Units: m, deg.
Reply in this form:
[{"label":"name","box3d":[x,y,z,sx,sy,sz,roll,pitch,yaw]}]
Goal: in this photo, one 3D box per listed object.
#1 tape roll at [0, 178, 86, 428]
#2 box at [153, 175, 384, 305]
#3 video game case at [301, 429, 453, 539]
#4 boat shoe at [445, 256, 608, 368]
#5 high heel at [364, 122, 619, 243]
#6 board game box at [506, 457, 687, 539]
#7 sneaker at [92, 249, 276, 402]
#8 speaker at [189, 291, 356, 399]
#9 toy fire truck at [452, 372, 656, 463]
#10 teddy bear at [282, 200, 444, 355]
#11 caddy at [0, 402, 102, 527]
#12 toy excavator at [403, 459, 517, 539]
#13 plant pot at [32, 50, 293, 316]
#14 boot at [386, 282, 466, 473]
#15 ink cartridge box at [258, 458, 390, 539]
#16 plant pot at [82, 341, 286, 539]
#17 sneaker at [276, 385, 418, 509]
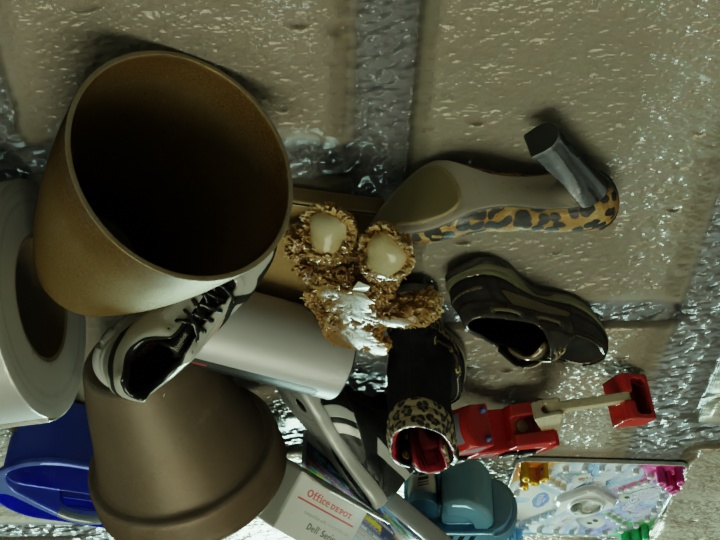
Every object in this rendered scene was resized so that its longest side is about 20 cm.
[{"label":"tape roll","box3d":[-0.329,0.032,1.328,0.138,0.204,0.203,-9,146,11]},{"label":"box","box3d":[-0.093,-0.022,1.411,0.198,0.021,0.164,7,146,-12]},{"label":"video game case","box3d":[0.014,0.267,1.730,0.200,0.023,0.183,39,156,16]},{"label":"boat shoe","box3d":[0.156,0.058,1.492,0.199,0.074,0.074,24,140,-32]},{"label":"high heel","box3d":[0.115,-0.042,1.346,0.199,0.072,0.142,-23,142,25]},{"label":"board game box","box3d":[0.266,0.278,1.872,0.198,0.026,0.201,2,146,-4]},{"label":"sneaker","box3d":[-0.138,0.035,1.335,0.074,0.080,0.200,42,89,-24]},{"label":"speaker","box3d":[-0.107,0.056,1.440,0.199,0.082,0.081,16,143,-24]},{"label":"toy fire truck","box3d":[0.184,0.151,1.621,0.199,0.049,0.141,-1,160,-32]},{"label":"teddy bear","box3d":[0.000,0.000,1.355,0.144,0.067,0.200,7,152,20]},{"label":"caddy","box3d":[-0.293,0.220,1.696,0.198,0.106,0.142,11,146,-18]},{"label":"toy excavator","box3d":[0.080,0.241,1.769,0.192,0.100,0.201,0,133,1]},{"label":"plant pot","box3d":[-0.178,-0.042,1.251,0.185,0.188,0.200,17,150,-25]},{"label":"boot","box3d":[0.063,0.121,1.514,0.072,0.152,0.201,-5,147,7]},{"label":"ink cartridge box","box3d":[-0.075,0.237,1.666,0.199,0.068,0.117,23,171,47]},{"label":"plant pot","box3d":[-0.189,0.143,1.539,0.198,0.201,0.176,-9,128,13]},{"label":"sneaker","box3d":[-0.003,0.133,1.617,0.201,0.112,0.073,57,160,-20]}]
